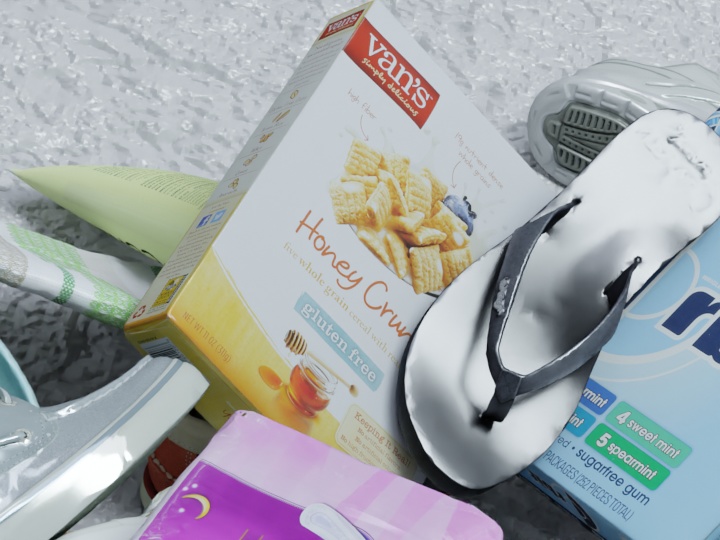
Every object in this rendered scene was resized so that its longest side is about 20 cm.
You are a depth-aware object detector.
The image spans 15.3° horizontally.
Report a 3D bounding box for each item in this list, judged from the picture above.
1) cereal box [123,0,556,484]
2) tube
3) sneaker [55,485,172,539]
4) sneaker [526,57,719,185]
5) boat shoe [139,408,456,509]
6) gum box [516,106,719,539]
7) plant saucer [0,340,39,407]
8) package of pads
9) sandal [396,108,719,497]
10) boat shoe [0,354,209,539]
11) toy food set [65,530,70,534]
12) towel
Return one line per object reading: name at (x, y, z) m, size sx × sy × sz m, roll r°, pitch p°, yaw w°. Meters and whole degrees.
cereal box at (0.000, 0.000, 1.151) m, size 0.144 × 0.040 × 0.200 m, roll 46°, pitch 54°, yaw -21°
tube at (-0.083, -0.023, 1.247) m, size 0.052 × 0.058 × 0.200 m, roll -47°, pitch 36°, yaw -16°
sneaker at (-0.081, 0.124, 1.074) m, size 0.085 × 0.073 × 0.200 m, roll 35°, pitch 10°, yaw 32°
sneaker at (0.195, -0.068, 1.423) m, size 0.200 × 0.078 × 0.099 m, roll 26°, pitch 37°, yaw 10°
boat shoe at (-0.005, 0.068, 1.204) m, size 0.200 × 0.063 × 0.071 m, roll -9°, pitch 44°, yaw -30°
gum box at (0.157, 0.030, 1.154) m, size 0.200 × 0.045 × 0.170 m, roll -44°, pitch 41°, yaw -9°
plant saucer at (-0.219, 0.082, 1.039) m, size 0.200 × 0.036 × 0.200 m, roll 11°, pitch 59°, yaw -19°
package of pads at (-0.045, 0.146, 0.925) m, size 0.120 × 0.076 × 0.200 m, roll 22°, pitch 44°, yaw 17°
sandal at (0.085, 0.006, 1.130) m, size 0.076 × 0.043 × 0.200 m, roll 38°, pitch 73°, yaw -1°
boat shoe at (-0.144, 0.079, 1.011) m, size 0.201 × 0.070 × 0.072 m, roll -37°, pitch 87°, yaw -32°
toy food set at (-0.205, 0.068, 1.134) m, size 0.143 × 0.060 × 0.200 m, roll -10°, pitch 47°, yaw -28°
towel at (-0.144, -0.008, 1.164) m, size 0.200 × 0.031 × 0.149 m, roll 23°, pitch -1°, yaw -28°
